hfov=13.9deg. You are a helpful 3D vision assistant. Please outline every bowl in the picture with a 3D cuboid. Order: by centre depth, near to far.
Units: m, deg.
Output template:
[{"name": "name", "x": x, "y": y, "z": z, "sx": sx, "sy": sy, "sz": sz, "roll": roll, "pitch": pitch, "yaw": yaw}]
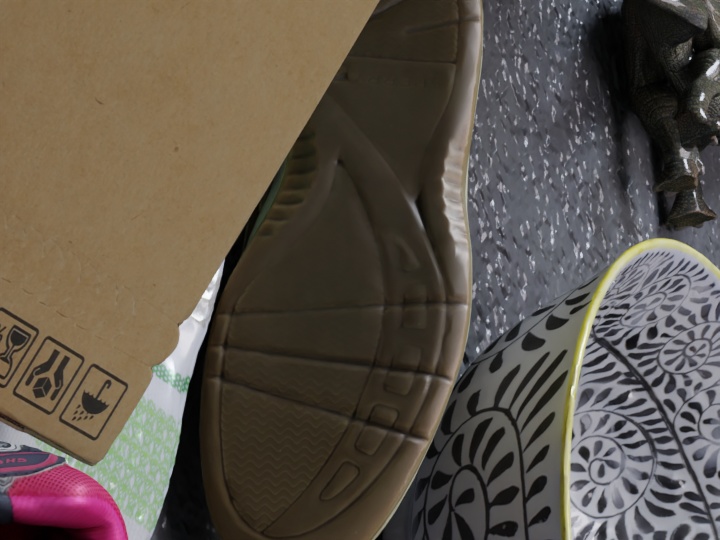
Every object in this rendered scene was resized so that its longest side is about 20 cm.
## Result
[{"name": "bowl", "x": 0.068, "y": 0.096, "z": 0.935, "sx": 0.201, "sy": 0.094, "sz": 0.201, "roll": 26, "pitch": 59, "yaw": -56}]

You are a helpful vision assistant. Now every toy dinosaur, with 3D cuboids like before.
[{"name": "toy dinosaur", "x": 0.130, "y": -0.081, "z": 1.144, "sx": 0.200, "sy": 0.077, "sz": 0.102, "roll": 23, "pitch": 51, "yaw": -52}]

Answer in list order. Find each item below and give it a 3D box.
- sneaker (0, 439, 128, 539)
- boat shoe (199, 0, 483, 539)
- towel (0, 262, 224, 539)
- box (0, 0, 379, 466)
[{"name": "sneaker", "x": -0.126, "y": 0.096, "z": 0.589, "sx": 0.200, "sy": 0.075, "sz": 0.081, "roll": -51, "pitch": 129, "yaw": -40}, {"name": "boat shoe", "x": 0.000, "y": 0.000, "z": 0.863, "sx": 0.066, "sy": 0.074, "sz": 0.200, "roll": 88, "pitch": 15, "yaw": -67}, {"name": "towel", "x": -0.082, "y": -0.004, "z": 0.757, "sx": 0.149, "sy": 0.031, "sz": 0.200, "roll": 53, "pitch": 39, "yaw": -42}, {"name": "box", "x": -0.078, "y": -0.060, "z": 0.652, "sx": 0.164, "sy": 0.021, "sz": 0.200, "roll": -59, "pitch": 141, "yaw": -4}]
